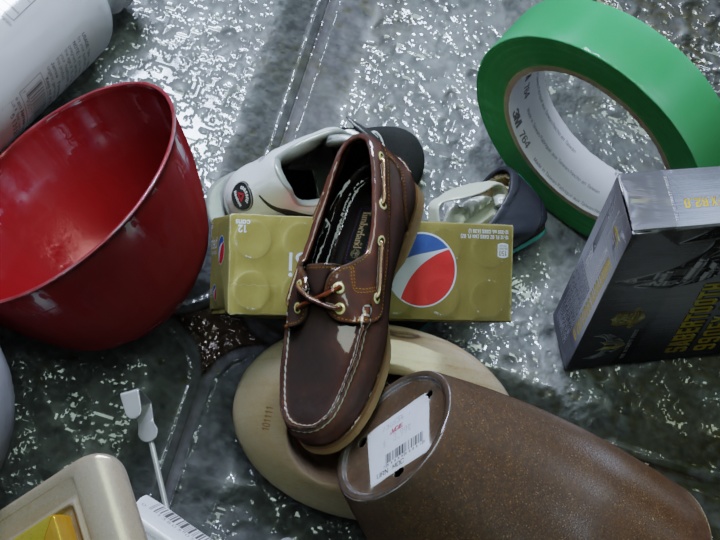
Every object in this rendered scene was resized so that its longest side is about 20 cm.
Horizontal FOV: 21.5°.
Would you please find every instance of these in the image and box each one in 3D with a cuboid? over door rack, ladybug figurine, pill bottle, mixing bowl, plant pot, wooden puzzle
[{"bbox_3d":[-0.057,0.157,1.237,0.147,0.067,0.201,-15,88,2],"label":"over door rack"},{"bbox_3d":[0.013,0.100,1.289,0.198,0.072,0.137,11,101,-3],"label":"ladybug figurine"},{"bbox_3d":[-0.246,-0.182,1.380,0.114,0.115,0.200,36,64,10],"label":"pill bottle"},{"bbox_3d":[-0.178,-0.020,1.291,0.199,0.109,0.201,-24,37,19],"label":"mixing bowl"},{"bbox_3d":[0.086,0.156,1.177,0.200,0.186,0.188,41,59,-28],"label":"plant pot"},{"bbox_3d":[-0.206,0.234,1.165,0.199,0.037,0.186,-31,65,22],"label":"wooden puzzle"}]

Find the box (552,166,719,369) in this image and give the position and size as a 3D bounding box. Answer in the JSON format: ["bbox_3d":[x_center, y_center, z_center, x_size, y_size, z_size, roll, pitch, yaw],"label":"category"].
[{"bbox_3d":[0.233,-0.002,1.317,0.157,0.200,0.049,-5,61,-12],"label":"box"}]

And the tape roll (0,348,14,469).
[{"bbox_3d":[-0.322,0.094,1.197,0.199,0.066,0.202,0,103,0],"label":"tape roll"}]

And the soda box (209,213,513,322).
[{"bbox_3d":[0.000,0.000,1.277,0.198,0.064,0.068,2,88,-15],"label":"soda box"}]

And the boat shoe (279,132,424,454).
[{"bbox_3d":[-0.015,0.011,1.181,0.070,0.070,0.201,0,63,26],"label":"boat shoe"}]

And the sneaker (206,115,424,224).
[{"bbox_3d":[-0.009,-0.068,1.349,0.199,0.088,0.074,-23,84,-44],"label":"sneaker"}]

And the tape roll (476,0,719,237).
[{"bbox_3d":[0.175,-0.101,1.356,0.200,0.201,0.048,39,63,11],"label":"tape roll"}]

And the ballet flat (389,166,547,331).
[{"bbox_3d":[0.052,-0.012,1.365,0.200,0.073,0.073,-36,74,-25],"label":"ballet flat"}]

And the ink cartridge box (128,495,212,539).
[{"bbox_3d":[-0.126,0.269,1.189,0.160,0.050,0.201,33,101,10],"label":"ink cartridge box"}]
